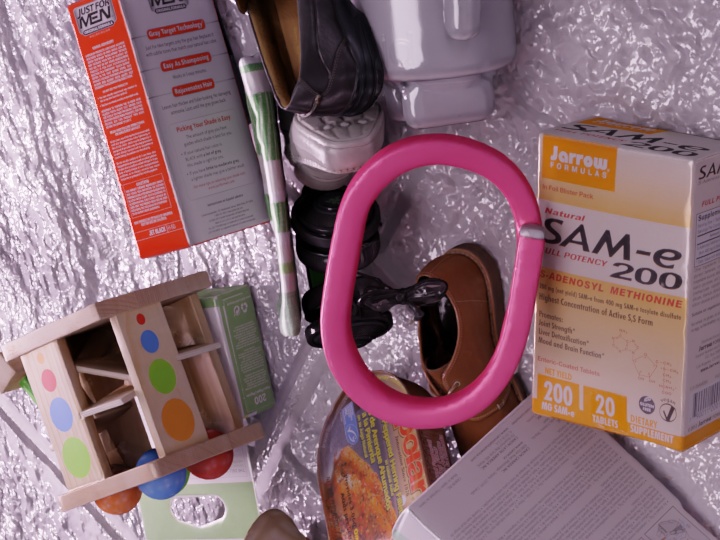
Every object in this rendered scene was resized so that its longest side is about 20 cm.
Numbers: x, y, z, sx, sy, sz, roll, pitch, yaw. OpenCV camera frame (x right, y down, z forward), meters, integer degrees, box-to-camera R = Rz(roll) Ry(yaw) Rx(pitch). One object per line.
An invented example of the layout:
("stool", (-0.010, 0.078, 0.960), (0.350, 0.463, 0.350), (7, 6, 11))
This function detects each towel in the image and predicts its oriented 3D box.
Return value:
("towel", (-0.066, -0.058, 1.626), (0.023, 0.153, 0.202), (-7, 94, -1))

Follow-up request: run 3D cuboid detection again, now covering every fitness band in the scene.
("fitness band", (0.047, 0.009, 1.483), (0.142, 0.037, 0.202), (10, 106, 2))

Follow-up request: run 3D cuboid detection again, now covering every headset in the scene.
("headset", (0.000, 0.000, 1.607), (0.200, 0.093, 0.125), (-133, 35, -75))

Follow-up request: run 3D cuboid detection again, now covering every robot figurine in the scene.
("robot figurine", (0.048, -0.201, 1.514), (0.169, 0.112, 0.202), (-155, 57, -68))

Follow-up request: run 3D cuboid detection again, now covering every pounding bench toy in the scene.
("pounding bench toy", (-0.199, 0.113, 1.747), (0.199, 0.124, 0.157), (-22, 87, 42))

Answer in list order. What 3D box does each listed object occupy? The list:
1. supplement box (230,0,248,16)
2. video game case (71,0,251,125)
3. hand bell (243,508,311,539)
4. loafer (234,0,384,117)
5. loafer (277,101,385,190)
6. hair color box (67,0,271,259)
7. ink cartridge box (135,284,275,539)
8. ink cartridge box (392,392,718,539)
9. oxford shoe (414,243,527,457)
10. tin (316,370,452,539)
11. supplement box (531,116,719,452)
("supplement box", (-0.087, -0.279, 1.614), (0.200, 0.103, 0.102), (42, 127, 25))
("video game case", (-0.167, -0.193, 1.762), (0.142, 0.019, 0.202), (-19, 91, 42))
("hand bell", (0.012, 0.250, 1.714), (0.198, 0.104, 0.105), (6, 107, 25))
("loafer", (-0.053, -0.196, 1.489), (0.073, 0.072, 0.201), (-40, 71, 44))
("loafer", (-0.020, -0.091, 1.583), (0.200, 0.069, 0.070), (-121, 24, -75))
("hair color box", (-0.143, -0.119, 1.685), (0.061, 0.101, 0.202), (-12, 94, 41))
("ink cartridge box", (-0.134, 0.119, 1.806), (0.145, 0.048, 0.202), (-7, 99, 41))
("ink cartridge box", (0.146, 0.194, 1.519), (0.200, 0.161, 0.050), (44, 147, 13))
("oxford shoe", (0.075, 0.087, 1.606), (0.071, 0.071, 0.202), (-10, 98, 40))
("tin", (0.023, 0.167, 1.606), (0.112, 0.042, 0.201), (-44, 43, 38))
("supplement box", (0.185, 0.007, 1.486), (0.125, 0.073, 0.202), (12, 110, 38))
